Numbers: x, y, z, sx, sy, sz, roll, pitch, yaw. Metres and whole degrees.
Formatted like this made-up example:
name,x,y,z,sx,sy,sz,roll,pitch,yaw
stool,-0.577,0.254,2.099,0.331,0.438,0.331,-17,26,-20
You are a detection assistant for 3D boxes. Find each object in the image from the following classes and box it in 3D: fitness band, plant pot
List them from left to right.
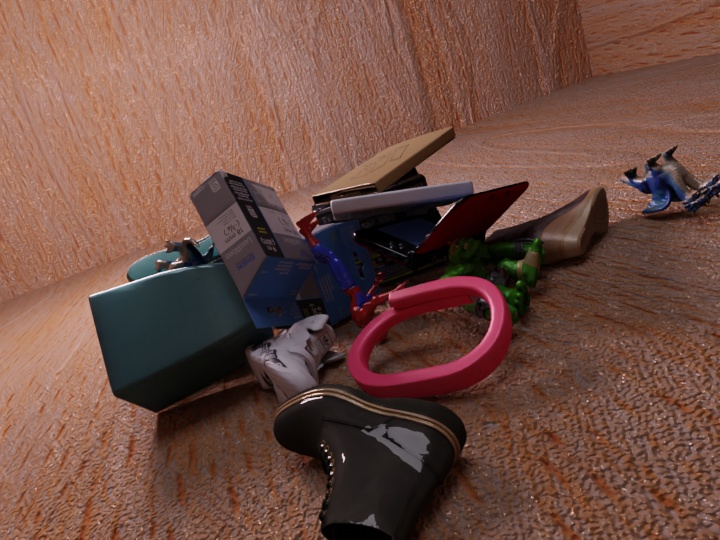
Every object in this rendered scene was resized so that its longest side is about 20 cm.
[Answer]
name,x,y,z,sx,sy,sz,roll,pitch,yaw
plant pot,-0.231,0.078,0.803,0.199,0.142,0.142,-24,-22,-5
fitness band,0.075,0.077,0.664,0.199,0.037,0.144,-16,40,29

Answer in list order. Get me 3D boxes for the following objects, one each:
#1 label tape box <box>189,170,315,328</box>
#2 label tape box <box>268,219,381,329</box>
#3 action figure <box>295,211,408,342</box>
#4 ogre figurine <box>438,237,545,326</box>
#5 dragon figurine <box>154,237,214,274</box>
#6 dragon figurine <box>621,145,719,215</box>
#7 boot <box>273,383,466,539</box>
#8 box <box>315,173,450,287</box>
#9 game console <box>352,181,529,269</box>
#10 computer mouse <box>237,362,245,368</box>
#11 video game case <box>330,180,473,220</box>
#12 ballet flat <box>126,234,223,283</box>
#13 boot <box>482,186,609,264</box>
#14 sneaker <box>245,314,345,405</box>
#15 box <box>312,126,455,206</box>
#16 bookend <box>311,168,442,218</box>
name,x,y,z,sx,sy,sz,roll,pitch,yaw
label tape box,-0.128,-0.027,0.797,0.063,0.201,0.144,-34,-13,17
label tape box,-0.078,0.010,0.925,0.199,0.145,0.063,-8,19,36
action figure,0.000,0.000,0.818,0.098,0.201,0.065,-29,-10,-4
ogre figurine,0.168,0.010,0.772,0.119,0.099,0.201,7,49,26
dragon figurine,-0.235,-0.008,0.850,0.099,0.059,0.200,-1,-29,-34
dragon figurine,0.457,-0.123,0.891,0.058,0.100,0.200,-25,-3,-10
boot,-0.025,0.169,0.502,0.199,0.078,0.138,-10,23,35
box,0.039,-0.059,1.018,0.198,0.161,0.044,-20,16,2
game console,0.115,-0.085,0.845,0.172,0.120,0.199,25,27,34
computer mouse,-0.160,0.127,0.882,0.198,0.034,0.059,-6,38,20
video game case,0.056,-0.102,0.890,0.198,0.023,0.182,-9,2,-1
ballet flat,-0.294,-0.008,1.004,0.199,0.075,0.074,-20,15,-19
boot,0.290,-0.073,0.925,0.165,0.073,0.200,-3,26,41
sneaker,-0.070,0.109,0.739,0.114,0.076,0.200,-28,14,-20
box,0.036,-0.166,0.940,0.200,0.021,0.163,-40,22,-33
bookend,0.043,-0.081,1.084,0.199,0.200,0.092,-30,15,3
